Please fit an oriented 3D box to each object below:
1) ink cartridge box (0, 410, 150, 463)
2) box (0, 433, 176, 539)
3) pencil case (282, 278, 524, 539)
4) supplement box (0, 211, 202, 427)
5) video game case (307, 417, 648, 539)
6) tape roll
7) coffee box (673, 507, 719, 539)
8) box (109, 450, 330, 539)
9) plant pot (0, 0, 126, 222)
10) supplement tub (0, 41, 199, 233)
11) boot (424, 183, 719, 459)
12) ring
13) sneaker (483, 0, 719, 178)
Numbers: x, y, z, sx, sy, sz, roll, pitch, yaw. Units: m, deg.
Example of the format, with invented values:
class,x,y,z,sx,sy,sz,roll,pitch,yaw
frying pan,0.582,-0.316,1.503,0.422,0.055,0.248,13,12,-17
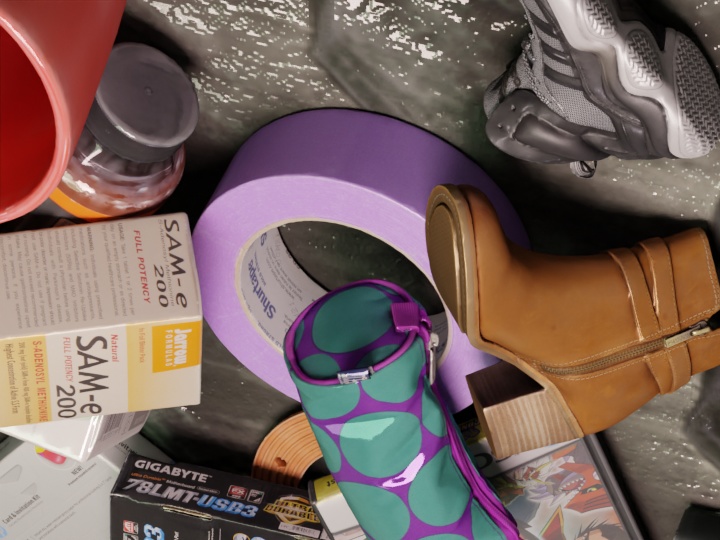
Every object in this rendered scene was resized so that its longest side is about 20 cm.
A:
class,x,y,z,sx,sy,sz,roll,pitch,yaw
ink cartridge box,-0.241,0.060,1.848,0.200,0.161,0.050,23,97,6
box,-0.168,0.182,2.011,0.200,0.041,0.156,38,136,-14
pencil case,0.028,0.105,1.710,0.092,0.085,0.200,-10,128,20
supplement box,-0.196,0.035,1.705,0.200,0.074,0.126,-7,154,-7
video game case,0.087,0.179,1.835,0.181,0.026,0.200,-22,123,8
tape roll,0.000,0.000,1.731,0.200,0.066,0.200,14,135,14
coffee box,0.257,0.251,1.833,0.123,0.044,0.200,10,122,16
box,-0.070,0.224,1.942,0.198,0.050,0.200,13,132,11
plant pot,-0.220,-0.154,1.605,0.200,0.177,0.200,14,137,14
supplement tub,-0.175,-0.058,1.731,0.107,0.107,0.200,37,136,-11
boot,0.127,0.010,1.628,0.155,0.077,0.200,-21,122,-4
ring,0.021,0.164,1.905,0.200,0.019,0.201,15,132,17
sneaker,0.100,-0.124,1.549,0.114,0.076,0.200,-21,123,36
